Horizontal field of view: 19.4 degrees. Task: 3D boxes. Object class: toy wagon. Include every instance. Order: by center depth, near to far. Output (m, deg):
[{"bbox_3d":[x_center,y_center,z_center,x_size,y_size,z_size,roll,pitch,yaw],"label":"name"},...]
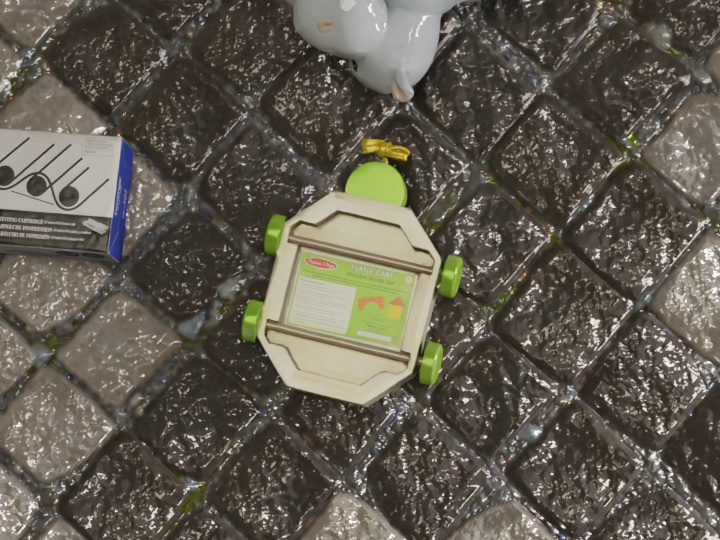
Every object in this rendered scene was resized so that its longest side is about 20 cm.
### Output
[{"bbox_3d":[0.000,0.000,1.620,0.154,0.040,0.202,13,83,9],"label":"toy wagon"}]

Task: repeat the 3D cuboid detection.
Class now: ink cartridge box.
[{"bbox_3d":[-0.284,-0.062,1.665,0.198,0.044,0.095,4,80,9],"label":"ink cartridge box"}]

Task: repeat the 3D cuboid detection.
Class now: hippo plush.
[{"bbox_3d":[0.029,-0.225,1.621,0.199,0.160,0.161,26,107,-30],"label":"hippo plush"}]
